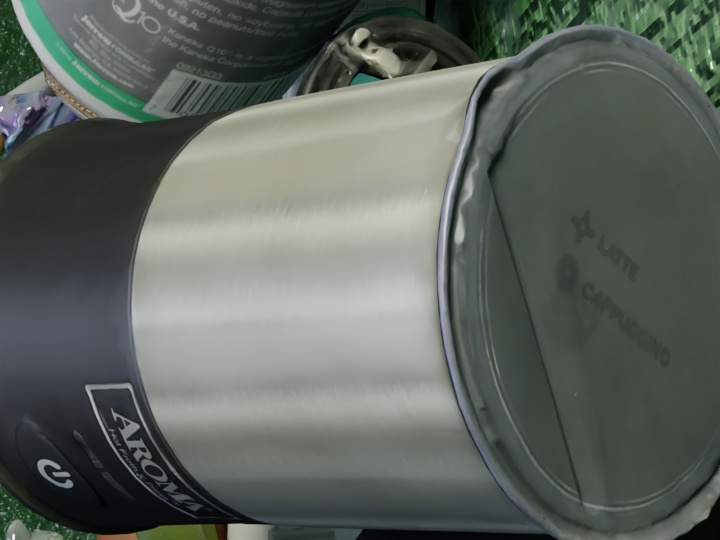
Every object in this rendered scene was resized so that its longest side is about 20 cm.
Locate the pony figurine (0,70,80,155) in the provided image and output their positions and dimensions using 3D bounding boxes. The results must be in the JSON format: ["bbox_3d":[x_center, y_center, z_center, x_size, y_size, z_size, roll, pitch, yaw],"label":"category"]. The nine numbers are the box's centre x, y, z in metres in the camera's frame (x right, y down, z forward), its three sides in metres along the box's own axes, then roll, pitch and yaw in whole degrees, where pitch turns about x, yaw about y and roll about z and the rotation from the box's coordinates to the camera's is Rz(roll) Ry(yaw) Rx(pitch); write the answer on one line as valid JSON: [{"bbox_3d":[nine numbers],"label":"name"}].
[{"bbox_3d":[-0.124,-0.108,1.055,0.200,0.165,0.194,-52,-25,-31],"label":"pony figurine"}]

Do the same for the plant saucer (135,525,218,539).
[{"bbox_3d":[-0.096,0.039,0.828,0.200,0.031,0.202,164,90,-87],"label":"plant saucer"}]

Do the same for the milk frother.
[{"bbox_3d":[0.025,-0.012,0.528,0.187,0.180,0.202,-4,58,44],"label":"milk frother"}]

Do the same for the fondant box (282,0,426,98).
[{"bbox_3d":[-0.014,-0.184,0.777,0.145,0.058,0.202,-111,21,-53],"label":"fondant box"}]

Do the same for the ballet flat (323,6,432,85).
[{"bbox_3d":[0.000,0.000,0.731,0.070,0.067,0.202,-32,-40,-66],"label":"ballet flat"}]

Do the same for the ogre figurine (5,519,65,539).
[{"bbox_3d":[-0.109,0.177,0.784,0.098,0.199,0.121,-17,55,47],"label":"ogre figurine"}]

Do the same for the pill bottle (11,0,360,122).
[{"bbox_3d":[-0.031,-0.139,0.639,0.200,0.112,0.114,-45,48,47],"label":"pill bottle"}]

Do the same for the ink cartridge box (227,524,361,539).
[{"bbox_3d":[-0.022,0.158,0.820,0.117,0.067,0.201,89,180,-48],"label":"ink cartridge box"}]

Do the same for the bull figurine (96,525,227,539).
[{"bbox_3d":[-0.096,0.125,0.959,0.201,0.064,0.122,-110,11,-57],"label":"bull figurine"}]

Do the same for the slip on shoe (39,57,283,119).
[{"bbox_3d":[-0.067,-0.077,0.838,0.199,0.076,0.061,31,164,35],"label":"slip on shoe"}]
